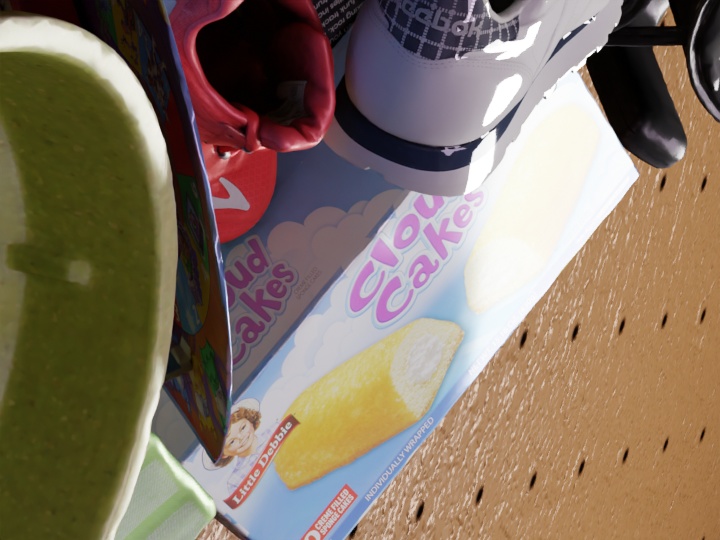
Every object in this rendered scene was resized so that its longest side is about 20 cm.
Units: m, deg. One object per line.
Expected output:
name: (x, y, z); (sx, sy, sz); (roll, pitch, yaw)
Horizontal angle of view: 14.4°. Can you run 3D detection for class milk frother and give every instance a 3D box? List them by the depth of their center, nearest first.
milk frother: (0.150, -0.172, 1.354); (0.200, 0.180, 0.189); (50, 18, -33)

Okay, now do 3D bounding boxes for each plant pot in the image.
plant pot: (-0.170, 0.014, 0.628); (0.200, 0.183, 0.201); (-47, 148, -42)

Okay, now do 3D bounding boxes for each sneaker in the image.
sneaker: (-0.046, -0.054, 0.879); (0.077, 0.085, 0.200); (-54, 160, -19)
sneaker: (0.049, -0.108, 0.923); (0.200, 0.076, 0.081); (-65, 170, -49)

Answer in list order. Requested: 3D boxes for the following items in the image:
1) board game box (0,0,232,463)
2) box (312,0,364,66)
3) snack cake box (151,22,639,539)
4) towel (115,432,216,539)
board game box: (-0.085, -0.042, 0.739); (0.039, 0.200, 0.159); (-16, 120, -16)
box: (-0.022, -0.083, 1.006); (0.143, 0.036, 0.201); (-40, 141, -20)
snack cake box: (0.000, 0.000, 1.014); (0.200, 0.067, 0.115); (-50, 147, -6)
towel: (-0.127, 0.125, 0.858); (0.200, 0.031, 0.149); (-48, 160, -8)
